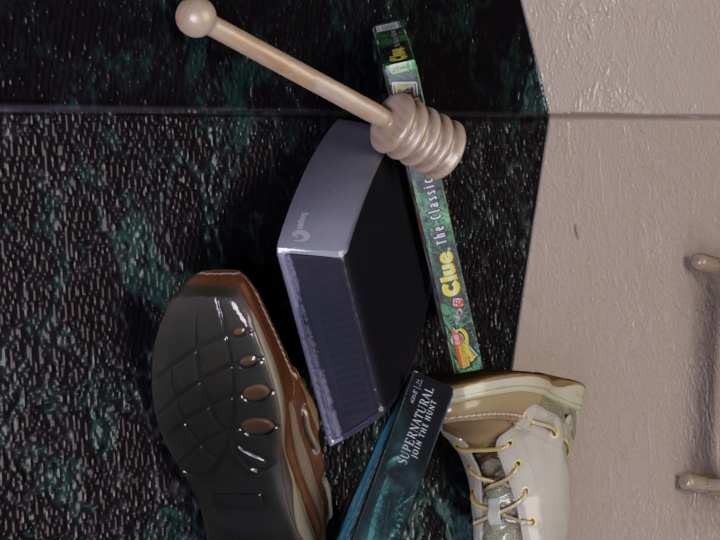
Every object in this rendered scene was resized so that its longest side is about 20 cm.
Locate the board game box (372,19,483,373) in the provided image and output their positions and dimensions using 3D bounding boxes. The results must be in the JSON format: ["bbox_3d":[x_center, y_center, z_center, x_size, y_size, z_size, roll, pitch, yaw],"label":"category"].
[{"bbox_3d":[0.042,-0.047,1.448,0.105,0.023,0.202,-94,171,-71],"label":"board game box"}]

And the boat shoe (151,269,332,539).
[{"bbox_3d":[-0.059,0.085,1.261,0.074,0.075,0.201,-59,146,-53],"label":"boat shoe"}]

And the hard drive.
[{"bbox_3d":[0.000,0.000,1.347,0.200,0.042,0.136,-68,146,-65],"label":"hard drive"}]

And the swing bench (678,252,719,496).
[{"bbox_3d":[0.365,0.097,1.968,0.200,0.129,0.201,21,69,-60],"label":"swing bench"}]

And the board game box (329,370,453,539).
[{"bbox_3d":[-0.006,0.168,1.292,0.201,0.028,0.136,-67,-178,-47],"label":"board game box"}]

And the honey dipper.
[{"bbox_3d":[-0.023,-0.107,1.313,0.199,0.038,0.038,27,63,-34],"label":"honey dipper"}]

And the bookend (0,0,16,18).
[{"bbox_3d":[-0.221,-0.146,0.948,0.200,0.091,0.200,-58,137,-44],"label":"bookend"}]

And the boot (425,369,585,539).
[{"bbox_3d":[0.090,0.144,1.526,0.200,0.072,0.156,11,81,-61],"label":"boot"}]
